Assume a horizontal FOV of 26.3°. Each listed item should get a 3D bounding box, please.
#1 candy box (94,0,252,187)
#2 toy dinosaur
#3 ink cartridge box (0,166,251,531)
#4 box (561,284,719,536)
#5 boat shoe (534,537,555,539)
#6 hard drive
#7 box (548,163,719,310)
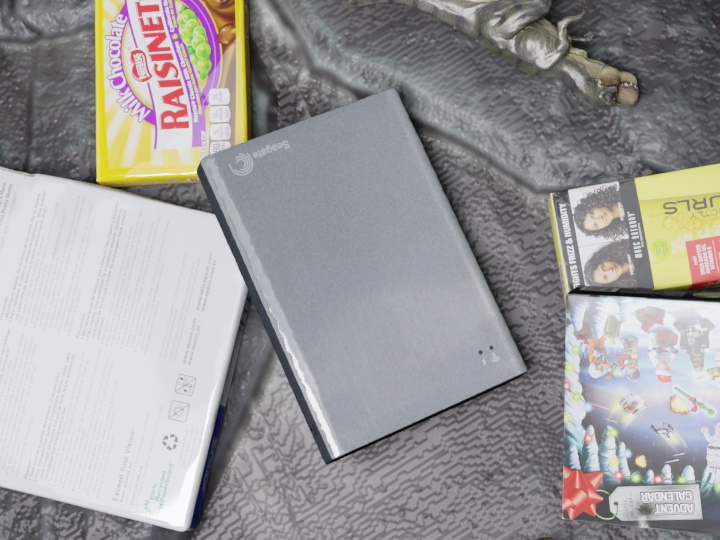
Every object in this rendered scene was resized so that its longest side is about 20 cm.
[{"bbox_3d":[-0.124,-0.157,1.011,0.101,0.026,0.202,-3,82,7],"label":"candy box"},{"bbox_3d":[0.096,-0.174,0.988,0.199,0.047,0.089,25,92,10],"label":"toy dinosaur"},{"bbox_3d":[-0.177,0.046,0.981,0.198,0.041,0.201,14,82,6],"label":"ink cartridge box"},{"bbox_3d":[0.217,0.083,0.890,0.198,0.040,0.138,2,98,20],"label":"box"},{"bbox_3d":[0.056,0.242,0.928,0.200,0.073,0.063,-44,87,9],"label":"boat shoe"},{"bbox_3d":[0.000,0.000,0.957,0.139,0.033,0.201,-22,81,-19],"label":"hard drive"},{"bbox_3d":[0.219,-0.026,0.955,0.198,0.050,0.076,-9,82,3],"label":"box"}]
